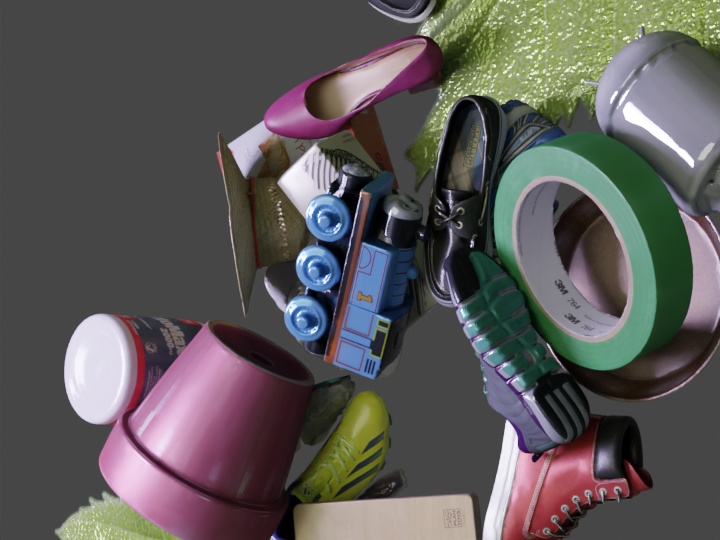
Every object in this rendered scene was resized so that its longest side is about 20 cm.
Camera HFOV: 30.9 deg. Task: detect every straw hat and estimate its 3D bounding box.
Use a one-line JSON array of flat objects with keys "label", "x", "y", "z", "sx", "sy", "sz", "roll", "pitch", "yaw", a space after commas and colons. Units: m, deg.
[{"label": "straw hat", "x": -0.095, "y": -0.052, "z": 1.375, "sx": 0.084, "sy": 0.201, "sz": 0.203, "roll": -9, "pitch": 79, "yaw": -3}]

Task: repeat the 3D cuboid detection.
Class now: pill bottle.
[{"label": "pill bottle", "x": -0.221, "y": 0.113, "z": 1.472, "sx": 0.119, "sy": 0.199, "sz": 0.121, "roll": -6, "pitch": 82, "yaw": 42}]

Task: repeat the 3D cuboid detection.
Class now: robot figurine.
[{"label": "robot figurine", "x": 0.279, "y": -0.126, "z": 1.113, "sx": 0.169, "sy": 0.113, "sz": 0.200, "roll": -37, "pitch": 60, "yaw": -4}]

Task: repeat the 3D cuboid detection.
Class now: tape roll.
[{"label": "tape roll", "x": 0.197, "y": -0.016, "z": 1.124, "sx": 0.200, "sy": 0.048, "sz": 0.202, "roll": 37, "pitch": 138, "yaw": 42}]

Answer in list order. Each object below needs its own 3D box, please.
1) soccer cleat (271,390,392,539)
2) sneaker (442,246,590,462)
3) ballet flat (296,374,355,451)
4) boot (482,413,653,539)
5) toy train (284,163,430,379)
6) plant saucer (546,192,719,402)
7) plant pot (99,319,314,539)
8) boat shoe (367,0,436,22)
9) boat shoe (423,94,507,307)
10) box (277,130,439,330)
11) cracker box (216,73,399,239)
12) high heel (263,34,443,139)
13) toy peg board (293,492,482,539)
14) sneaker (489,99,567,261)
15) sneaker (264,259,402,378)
[{"label": "soccer cleat", "x": -0.031, "y": 0.217, "z": 1.382, "sx": 0.065, "sy": 0.083, "sz": 0.201, "roll": 41, "pitch": 114, "yaw": 33}, {"label": "sneaker", "x": 0.122, "y": 0.079, "z": 1.180, "sx": 0.201, "sy": 0.074, "sz": 0.088, "roll": 60, "pitch": 143, "yaw": 15}, {"label": "ballet flat", "x": -0.069, "y": 0.165, "z": 1.435, "sx": 0.199, "sy": 0.071, "sz": 0.073, "roll": -23, "pitch": 73, "yaw": 46}, {"label": "boot", "x": 0.194, "y": 0.226, "z": 1.200, "sx": 0.143, "sy": 0.072, "sz": 0.202, "roll": 9, "pitch": 90, "yaw": 39}, {"label": "toy train", "x": 0.000, "y": 0.000, "z": 1.244, "sx": 0.113, "sy": 0.087, "sz": 0.202, "roll": 19, "pitch": 114, "yaw": 12}, {"label": "plant saucer", "x": 0.251, "y": 0.018, "z": 1.184, "sx": 0.199, "sy": 0.034, "sz": 0.203, "roll": -3, "pitch": 85, "yaw": 40}, {"label": "plant pot", "x": -0.142, "y": 0.160, "z": 1.336, "sx": 0.199, "sy": 0.199, "sz": 0.180, "roll": 34, "pitch": 100, "yaw": 36}, {"label": "boat shoe", "x": 0.003, "y": -0.329, "z": 1.394, "sx": 0.200, "sy": 0.067, "sz": 0.072, "roll": 46, "pitch": 114, "yaw": 31}, {"label": "boat shoe", "x": 0.091, "y": -0.067, "z": 1.218, "sx": 0.068, "sy": 0.056, "sz": 0.202, "roll": 9, "pitch": 91, "yaw": 25}, {"label": "box", "x": 0.012, "y": -0.040, "z": 1.317, "sx": 0.068, "sy": 0.082, "sz": 0.200, "roll": -41, "pitch": 87, "yaw": 31}, {"label": "cracker box", "x": -0.062, "y": -0.111, "z": 1.443, "sx": 0.199, "sy": 0.057, "sz": 0.135, "roll": -29, "pitch": 71, "yaw": 36}, {"label": "high heel", "x": -0.013, "y": -0.192, "z": 1.325, "sx": 0.198, "sy": 0.096, "sz": 0.068, "roll": -21, "pitch": 75, "yaw": 5}, {"label": "toy peg board", "x": 0.047, "y": 0.329, "z": 1.321, "sx": 0.197, "sy": 0.098, "sz": 0.202, "roll": -8, "pitch": 83, "yaw": 24}, {"label": "sneaker", "x": 0.141, "y": -0.059, "z": 1.257, "sx": 0.085, "sy": 0.077, "sz": 0.202, "roll": 27, "pitch": 106, "yaw": 34}, {"label": "sneaker", "x": -0.046, "y": 0.042, "z": 1.394, "sx": 0.199, "sy": 0.099, "sz": 0.079, "roll": 36, "pitch": 110, "yaw": 36}]
